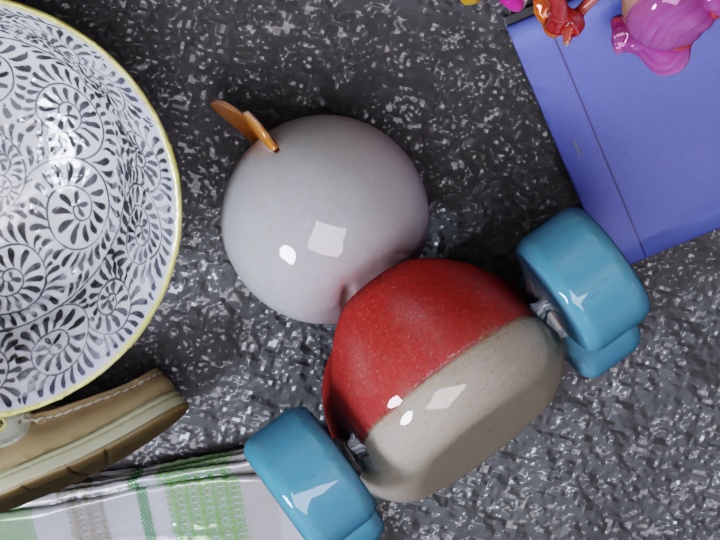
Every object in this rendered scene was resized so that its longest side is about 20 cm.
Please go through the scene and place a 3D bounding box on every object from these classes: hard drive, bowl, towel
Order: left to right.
[{"bbox_3d":[-0.180,-0.042,1.330,0.201,0.094,0.201,-1,112,-2],"label":"bowl"},{"bbox_3d":[-0.093,0.164,1.450,0.200,0.031,0.149,-9,111,1],"label":"towel"},{"bbox_3d":[0.184,-0.095,1.365,0.200,0.025,0.132,-22,111,6],"label":"hard drive"}]

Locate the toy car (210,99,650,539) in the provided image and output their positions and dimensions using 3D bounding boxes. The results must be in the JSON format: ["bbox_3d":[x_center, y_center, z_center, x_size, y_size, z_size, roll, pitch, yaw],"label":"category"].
[{"bbox_3d":[0.000,0.000,1.348,0.184,0.177,0.200,-36,80,-3],"label":"toy car"}]

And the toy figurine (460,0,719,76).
[{"bbox_3d":[0.115,-0.145,1.282,0.184,0.150,0.200,34,128,-13],"label":"toy figurine"}]

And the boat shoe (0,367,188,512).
[{"bbox_3d":[-0.182,0.082,1.391,0.200,0.074,0.066,-22,82,-3],"label":"boat shoe"}]
